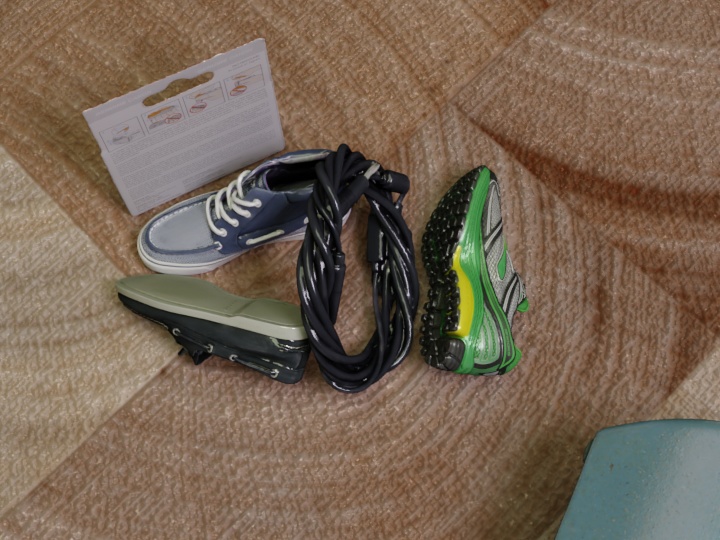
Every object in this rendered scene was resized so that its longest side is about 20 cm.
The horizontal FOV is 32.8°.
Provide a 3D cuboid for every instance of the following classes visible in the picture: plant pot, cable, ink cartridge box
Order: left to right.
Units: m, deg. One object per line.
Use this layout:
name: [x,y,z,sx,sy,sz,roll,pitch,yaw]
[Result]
ink cartridge box: [-0.151,-0.134,1.051,0.159,0.200,0.050,-24,69,-7]
cable: [0.000,0.000,1.017,0.050,0.163,0.203,1,75,27]
plant pot: [0.245,0.219,0.905,0.198,0.197,0.197,19,70,19]

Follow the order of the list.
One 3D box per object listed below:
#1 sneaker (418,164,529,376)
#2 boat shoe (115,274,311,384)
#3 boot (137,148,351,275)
sneaker: [0.102,0.002,1.064,0.084,0.078,0.202,18,61,-23]
boat shoe: [-0.127,0.051,1.048,0.197,0.074,0.067,11,110,20]
boot: [-0.107,-0.058,1.077,0.197,0.091,0.074,-16,67,-4]
